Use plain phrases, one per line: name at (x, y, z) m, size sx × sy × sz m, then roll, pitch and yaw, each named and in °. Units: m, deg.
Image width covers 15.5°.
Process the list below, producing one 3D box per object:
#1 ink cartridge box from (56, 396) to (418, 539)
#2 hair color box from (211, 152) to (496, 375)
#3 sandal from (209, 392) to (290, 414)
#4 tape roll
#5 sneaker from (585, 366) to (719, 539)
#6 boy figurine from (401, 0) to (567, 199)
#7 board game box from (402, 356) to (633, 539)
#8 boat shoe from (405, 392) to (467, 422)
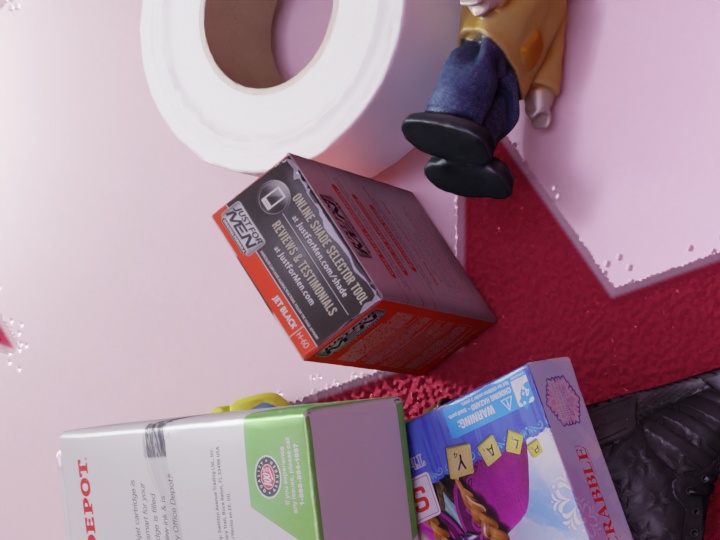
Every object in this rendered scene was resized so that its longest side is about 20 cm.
ink cartridge box at (-0.067, 0.151, 1.474) m, size 0.200 × 0.084 × 0.146 m, roll -7°, pitch 89°, yaw 42°
hair color box at (0.000, 0.000, 1.510) m, size 0.061 × 0.200 × 0.102 m, roll -37°, pitch 73°, yaw 14°
sandal at (-0.101, 0.156, 1.605) m, size 0.087 × 0.079 × 0.200 m, roll 46°, pitch 109°, yaw 15°
tape roll at (-0.035, -0.152, 1.581) m, size 0.202 × 0.071 × 0.203 m, roll -6°, pitch 80°, yaw 36°
sneaker at (0.175, 0.115, 1.483) m, size 0.200 × 0.060 × 0.104 m, roll -15°, pitch 86°, yaw -11°
boy figurine at (0.093, -0.135, 1.539) m, size 0.064 × 0.124 × 0.200 m, roll 10°, pitch 57°, yaw 32°
board game box at (0.063, 0.175, 1.446) m, size 0.200 × 0.041 × 0.200 m, roll -29°, pitch 74°, yaw 38°
boat shoe at (0.064, 0.105, 1.549) m, size 0.200 × 0.072 × 0.068 m, roll 10°, pitch 83°, yaw 15°
